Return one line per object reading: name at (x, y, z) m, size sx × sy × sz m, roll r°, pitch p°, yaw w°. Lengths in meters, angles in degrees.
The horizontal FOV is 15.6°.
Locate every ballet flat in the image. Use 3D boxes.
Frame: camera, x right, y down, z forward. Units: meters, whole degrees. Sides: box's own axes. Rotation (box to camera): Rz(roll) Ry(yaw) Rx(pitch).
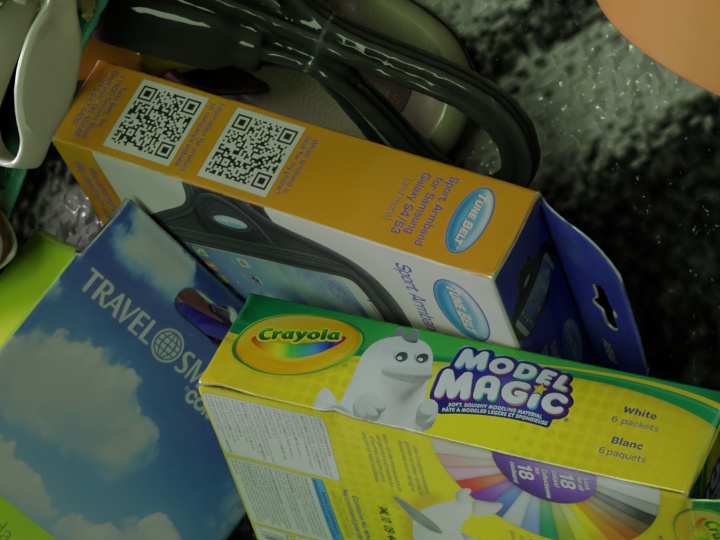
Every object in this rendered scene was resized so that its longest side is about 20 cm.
ballet flat at (-0.136, -0.041, 0.878) m, size 0.070 × 0.067 × 0.201 m, roll 50°, pitch 125°, yaw 43°

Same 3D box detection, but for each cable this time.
cable at (-0.027, -0.089, 0.903) m, size 0.199 × 0.050 × 0.098 m, roll 17°, pitch 115°, yaw 3°

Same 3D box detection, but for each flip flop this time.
flip flop at (-0.050, -0.091, 0.951) m, size 0.199 × 0.057 × 0.081 m, roll 29°, pitch 106°, yaw 25°

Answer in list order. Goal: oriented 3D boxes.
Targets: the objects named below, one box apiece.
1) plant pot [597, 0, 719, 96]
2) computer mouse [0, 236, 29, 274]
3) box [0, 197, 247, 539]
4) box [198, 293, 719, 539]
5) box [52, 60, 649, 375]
plant pot at (0.151, -0.130, 0.772) m, size 0.199 × 0.200 × 0.141 m, roll 28°, pitch 122°, yaw 25°
computer mouse at (-0.163, -0.082, 0.987) m, size 0.053 × 0.138 × 0.201 m, roll -19°, pitch 73°, yaw 36°
box at (-0.112, 0.083, 0.919) m, size 0.200 × 0.122 × 0.048 m, roll -52°, pitch 30°, yaw -8°
box at (0.054, 0.076, 0.866) m, size 0.199 × 0.048 × 0.118 m, roll 13°, pitch 144°, yaw 25°
box at (0.000, 0.000, 0.895) m, size 0.199 × 0.119 × 0.042 m, roll 20°, pitch 65°, yaw 29°
